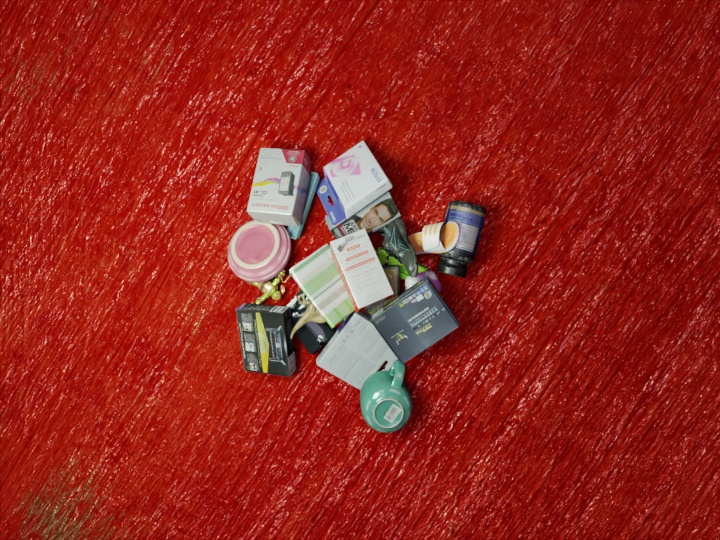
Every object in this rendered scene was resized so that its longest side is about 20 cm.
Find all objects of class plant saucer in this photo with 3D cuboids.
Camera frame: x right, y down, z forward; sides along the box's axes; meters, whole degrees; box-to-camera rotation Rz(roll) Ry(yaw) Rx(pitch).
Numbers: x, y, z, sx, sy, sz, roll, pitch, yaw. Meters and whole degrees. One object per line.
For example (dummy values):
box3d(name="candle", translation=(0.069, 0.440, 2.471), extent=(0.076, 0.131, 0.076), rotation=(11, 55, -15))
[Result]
box3d(name="plant saucer", translation=(-0.302, -0.068, 1.529), extent=(0.196, 0.051, 0.205), rotation=(-4, 68, 9))
box3d(name="plant saucer", translation=(-0.170, -0.193, 1.547), extent=(0.019, 0.070, 0.204), rotation=(18, 93, -36))

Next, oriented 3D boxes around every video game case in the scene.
box3d(name="video game case", translation=(0.028, 0.086, 1.519), extent=(0.176, 0.026, 0.205), rotation=(0, 105, 9))

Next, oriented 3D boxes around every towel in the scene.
box3d(name="towel", translation=(-0.088, 0.042, 1.454), extent=(0.148, 0.031, 0.201), rotation=(-35, 84, -25))

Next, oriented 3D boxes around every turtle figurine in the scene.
box3d(name="turtle figurine", translation=(-0.282, 0.032, 1.558), extent=(0.161, 0.064, 0.201), rotation=(41, 105, 12))

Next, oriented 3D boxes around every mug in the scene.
box3d(name="mug", translation=(0.071, 0.365, 1.481), extent=(0.149, 0.115, 0.189), rotation=(-12, 103, 0))

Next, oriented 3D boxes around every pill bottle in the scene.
box3d(name="pill bottle", translation=(0.280, -0.087, 1.472), extent=(0.109, 0.112, 0.204), rotation=(14, 93, 6))

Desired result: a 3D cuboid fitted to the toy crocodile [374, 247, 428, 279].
box3d(name="toy crocodile", translation=(0.101, -0.025, 1.521), extent=(0.196, 0.062, 0.069), rotation=(17, 110, 3))

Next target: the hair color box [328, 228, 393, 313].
box3d(name="hair color box", translation=(0.000, 0.000, 1.440), extent=(0.109, 0.064, 0.203), rotation=(-21, 79, -13))

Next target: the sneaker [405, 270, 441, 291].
box3d(name="sneaker", translation=(0.190, 0.099, 1.506), extent=(0.113, 0.072, 0.205), rotation=(-17, 119, -32))

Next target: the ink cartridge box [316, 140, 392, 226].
box3d(name="ink cartridge box", translation=(-0.033, -0.250, 1.478), extent=(0.198, 0.043, 0.198), rotation=(-33, 51, 6))

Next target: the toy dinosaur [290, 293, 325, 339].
box3d(name="toy dinosaur", translation=(-0.136, 0.107, 1.470), extent=(0.198, 0.058, 0.102), rotation=(-33, 93, -4))

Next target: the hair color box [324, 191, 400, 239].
box3d(name="hair color box", translation=(0.008, -0.155, 1.501), extent=(0.198, 0.099, 0.061), rotation=(-31, 48, 5))

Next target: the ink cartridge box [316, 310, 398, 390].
box3d(name="ink cartridge box", translation=(0.004, 0.239, 1.514), extent=(0.198, 0.043, 0.198), rotation=(33, 104, -21))

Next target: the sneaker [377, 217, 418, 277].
box3d(name="sneaker", translation=(0.108, -0.056, 1.458), extent=(0.078, 0.076, 0.202), rotation=(-16, 51, -3))

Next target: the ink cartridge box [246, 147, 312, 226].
box3d(name="ink cartridge box", translation=(-0.232, -0.243, 1.505), extent=(0.144, 0.086, 0.204), rotation=(6, 73, 12))

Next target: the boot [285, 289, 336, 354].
box3d(name="boot", translation=(-0.127, 0.127, 1.538), extent=(0.168, 0.076, 0.200), rotation=(43, 91, 0))

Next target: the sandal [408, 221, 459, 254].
box3d(name="sandal", translation=(0.183, -0.085, 1.452), extent=(0.204, 0.058, 0.081), rotation=(-14, 71, 46))

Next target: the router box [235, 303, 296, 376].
box3d(name="router box", translation=(-0.274, 0.202, 1.523), extent=(0.154, 0.052, 0.204), rotation=(4, 109, 19))

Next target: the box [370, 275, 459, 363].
box3d(name="box", translation=(0.149, 0.138, 1.434), extent=(0.198, 0.051, 0.159), rotation=(-35, 101, 14))
